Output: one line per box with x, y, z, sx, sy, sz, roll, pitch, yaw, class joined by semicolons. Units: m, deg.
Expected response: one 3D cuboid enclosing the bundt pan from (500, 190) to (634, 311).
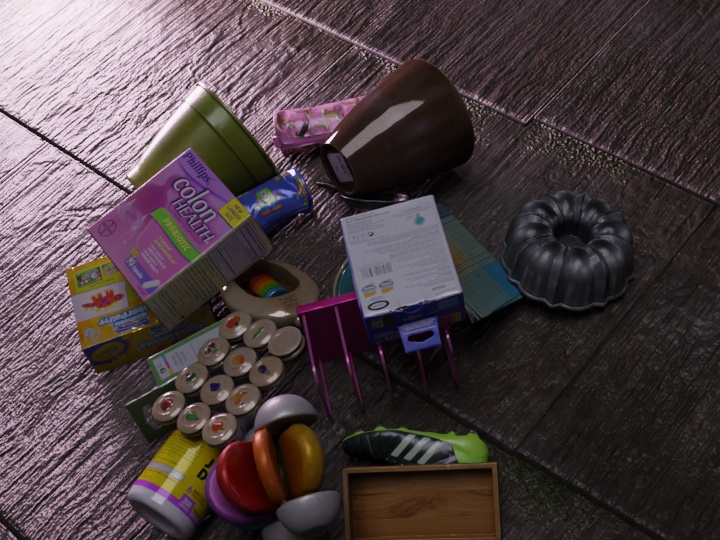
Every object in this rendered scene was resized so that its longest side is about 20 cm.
0.308;-0.041;1.693;0.201;0.076;0.202;1;49;-1;bundt pan

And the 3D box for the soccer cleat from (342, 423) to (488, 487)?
0.070;0.252;1.544;0.199;0.068;0.081;1;65;12;soccer cleat

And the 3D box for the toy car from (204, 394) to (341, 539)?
-0.122;0.268;1.476;0.149;0.200;0.176;-8;64;-24;toy car

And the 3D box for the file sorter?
0.029;0.112;1.615;0.199;0.139;0.126;-14;54;1;file sorter

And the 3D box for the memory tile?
-0.178;0.142;1.559;0.153;0.017;0.200;17;58;38;memory tile

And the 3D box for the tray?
0.079;0.300;1.492;0.199;0.037;0.099;-4;84;10;tray

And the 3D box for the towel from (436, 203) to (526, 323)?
0.141;-0.013;1.685;0.200;0.022;0.146;47;36;18;towel

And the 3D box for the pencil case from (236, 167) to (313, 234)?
-0.169;-0.086;1.850;0.200;0.078;0.087;-30;58;-12;pencil case

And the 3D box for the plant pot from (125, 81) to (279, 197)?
-0.268;-0.166;1.880;0.193;0.200;0.200;-42;55;-5;plant pot

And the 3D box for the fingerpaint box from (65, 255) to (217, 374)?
-0.336;0.046;1.784;0.199;0.073;0.167;-20;51;-5;fingerpaint box

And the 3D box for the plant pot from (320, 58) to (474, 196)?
0.043;-0.204;1.811;0.200;0.187;0.187;-32;52;-23;plant pot

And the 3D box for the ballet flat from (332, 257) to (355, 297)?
0.000;0.000;1.756;0.069;0.070;0.200;12;50;20;ballet flat

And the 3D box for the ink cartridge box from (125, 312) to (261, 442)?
-0.240;0.153;1.660;0.200;0.104;0.059;-29;51;-10;ink cartridge box

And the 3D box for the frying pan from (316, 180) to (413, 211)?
-0.008;-0.115;1.840;0.189;0.031;0.115;7;12;23;frying pan

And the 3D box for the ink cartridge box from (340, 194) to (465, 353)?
0.059;0.011;1.547;0.136;0.076;0.200;-15;54;1;ink cartridge box

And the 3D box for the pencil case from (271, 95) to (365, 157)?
-0.048;-0.244;1.949;0.199;0.087;0.083;-9;82;6;pencil case

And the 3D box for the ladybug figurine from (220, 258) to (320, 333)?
-0.132;0.047;1.719;0.135;0.072;0.200;-16;29;-22;ladybug figurine

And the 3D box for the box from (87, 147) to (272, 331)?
-0.267;-0.047;1.712;0.200;0.097;0.176;-39;57;-7;box

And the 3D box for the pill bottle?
-0.219;0.256;1.573;0.104;0.104;0.200;20;59;25;pill bottle
